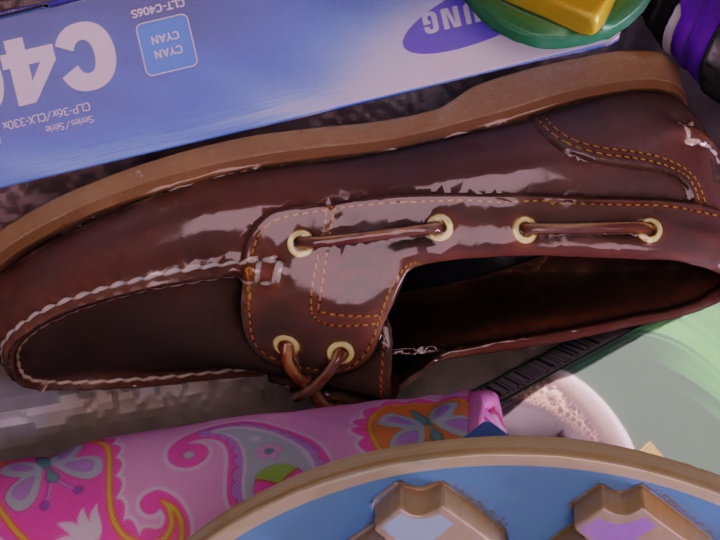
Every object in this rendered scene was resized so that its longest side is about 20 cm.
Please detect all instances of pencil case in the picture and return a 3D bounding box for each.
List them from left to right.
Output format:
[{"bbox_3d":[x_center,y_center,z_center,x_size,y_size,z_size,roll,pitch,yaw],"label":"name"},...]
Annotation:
[{"bbox_3d":[-0.052,0.081,0.741,0.199,0.087,0.088,-7,93,6],"label":"pencil case"}]

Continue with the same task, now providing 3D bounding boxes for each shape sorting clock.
[{"bbox_3d":[0.036,0.116,0.693,0.199,0.039,0.201,0,127,0],"label":"shape sorting clock"}]

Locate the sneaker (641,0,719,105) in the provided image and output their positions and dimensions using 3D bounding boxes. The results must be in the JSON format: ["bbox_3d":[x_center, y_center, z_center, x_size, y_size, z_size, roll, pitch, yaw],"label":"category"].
[{"bbox_3d":[0.150,-0.121,0.786,0.200,0.070,0.100,-35,67,-18],"label":"sneaker"}]

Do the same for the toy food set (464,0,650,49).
[{"bbox_3d":[0.015,-0.153,0.711,0.199,0.049,0.199,26,70,8],"label":"toy food set"}]

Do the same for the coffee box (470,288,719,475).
[{"bbox_3d":[0.128,0.050,0.802,0.199,0.044,0.123,-27,94,-6],"label":"coffee box"}]

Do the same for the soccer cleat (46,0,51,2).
[{"bbox_3d":[-0.009,-0.129,0.770,0.199,0.067,0.077,-16,90,-4],"label":"soccer cleat"}]

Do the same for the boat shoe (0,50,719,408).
[{"bbox_3d":[0.000,0.000,0.759,0.199,0.070,0.071,-16,67,-1],"label":"boat shoe"}]

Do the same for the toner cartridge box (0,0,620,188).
[{"bbox_3d":[-0.041,-0.055,0.751,0.199,0.095,0.043,-14,95,-6],"label":"toner cartridge box"}]
